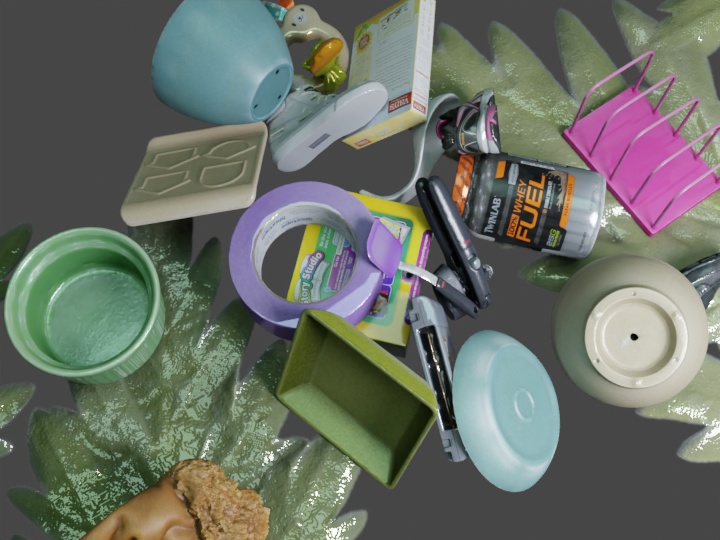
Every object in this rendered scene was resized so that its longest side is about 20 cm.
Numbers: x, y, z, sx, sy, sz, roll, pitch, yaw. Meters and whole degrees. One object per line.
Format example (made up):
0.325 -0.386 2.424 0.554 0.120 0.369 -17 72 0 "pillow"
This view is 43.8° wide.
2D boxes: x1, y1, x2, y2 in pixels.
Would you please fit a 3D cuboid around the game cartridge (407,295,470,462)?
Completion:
0.105 0.132 1.124 0.041 0.133 0.202 -16 82 14 "game cartridge"

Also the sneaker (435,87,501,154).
0.147 -0.206 1.237 0.086 0.200 0.081 -5 103 9 "sneaker"

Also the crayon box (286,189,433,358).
0.000 0.000 1.221 0.171 0.058 0.201 12 70 6 "crayon box"

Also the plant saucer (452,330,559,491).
0.190 0.167 1.100 0.199 0.036 0.202 21 59 -40 "plant saucer"

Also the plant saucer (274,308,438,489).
-0.001 0.150 1.106 0.199 0.200 0.048 36 50 13 "plant saucer"

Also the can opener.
0.125 -0.033 1.189 0.078 0.063 0.201 -34 114 -38 "can opener"

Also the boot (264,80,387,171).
-0.058 -0.231 1.268 0.199 0.073 0.096 -31 65 23 "boot"

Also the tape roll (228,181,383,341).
-0.068 -0.011 1.162 0.198 0.066 0.202 -1 69 2 "tape roll"

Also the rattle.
-0.096 -0.364 1.322 0.129 0.143 0.201 -19 75 11 "rattle"

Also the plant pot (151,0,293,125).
-0.173 -0.283 1.251 0.134 0.200 0.200 36 73 16 "plant pot"

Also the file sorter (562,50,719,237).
0.410 -0.183 1.255 0.138 0.126 0.200 -33 72 -12 "file sorter"

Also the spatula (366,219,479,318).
0.083 0.009 1.152 0.199 0.021 0.057 33 58 -22 "spatula"

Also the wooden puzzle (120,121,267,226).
-0.222 -0.129 1.240 0.184 0.047 0.201 -9 38 7 "wooden puzzle"

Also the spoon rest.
0.083 -0.164 1.273 0.060 0.099 0.200 35 83 27 "spoon rest"

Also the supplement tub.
0.223 -0.093 1.222 0.198 0.123 0.123 12 69 5 "supplement tub"

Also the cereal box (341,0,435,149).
0.041 -0.288 1.297 0.039 0.143 0.202 22 64 -38 "cereal box"

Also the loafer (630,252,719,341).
0.440 0.035 1.205 0.200 0.068 0.071 -28 79 -4 "loafer"

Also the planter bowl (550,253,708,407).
0.337 0.079 1.113 0.198 0.135 0.202 0 91 12 "planter bowl"

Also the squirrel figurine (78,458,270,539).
-0.195 0.334 1.056 0.200 0.142 0.187 -39 80 -11 "squirrel figurine"

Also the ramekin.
-0.353 0.054 1.180 0.198 0.098 0.202 0 69 0 "ramekin"
